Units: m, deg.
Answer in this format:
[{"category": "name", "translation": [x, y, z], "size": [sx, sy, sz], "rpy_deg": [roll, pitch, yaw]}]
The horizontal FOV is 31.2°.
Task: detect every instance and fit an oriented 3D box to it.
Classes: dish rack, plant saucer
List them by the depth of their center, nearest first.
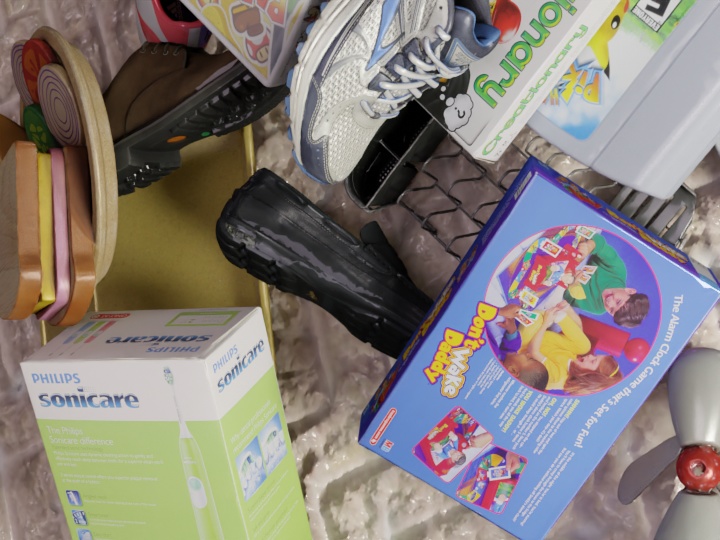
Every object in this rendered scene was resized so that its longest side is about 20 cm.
[{"category": "dish rack", "translation": [0.104, -0.050, 0.820], "size": [0.200, 0.054, 0.154], "rpy_deg": [44, 108, 19]}, {"category": "plant saucer", "translation": [-0.146, -0.006, 0.942], "size": [0.198, 0.048, 0.203], "rpy_deg": [-8, 85, 25]}]

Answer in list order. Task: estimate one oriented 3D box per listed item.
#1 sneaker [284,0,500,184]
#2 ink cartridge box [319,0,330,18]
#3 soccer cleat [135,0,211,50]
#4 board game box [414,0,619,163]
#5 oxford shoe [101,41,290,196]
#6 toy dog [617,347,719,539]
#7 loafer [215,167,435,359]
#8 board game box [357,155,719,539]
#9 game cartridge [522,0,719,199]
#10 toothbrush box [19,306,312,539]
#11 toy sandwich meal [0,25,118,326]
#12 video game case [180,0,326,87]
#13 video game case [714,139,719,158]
[{"category": "sneaker", "translation": [0.027, -0.131, 0.713], "size": [0.085, 0.077, 0.202], "rpy_deg": [34, 107, 23]}, {"category": "ink cartridge box", "translation": [-0.088, -0.265, 0.863], "size": [0.084, 0.146, 0.202], "rpy_deg": [-35, 75, 25]}, {"category": "soccer cleat", "translation": [-0.143, -0.250, 0.920], "size": [0.073, 0.067, 0.203], "rpy_deg": [158, 99, -68]}, {"category": "board game box", "translation": [0.090, -0.180, 0.737], "size": [0.126, 0.034, 0.201], "rpy_deg": [46, 112, 23]}, {"category": "oxford shoe", "translation": [-0.119, -0.126, 0.866], "size": [0.198, 0.072, 0.085], "rpy_deg": [-24, 77, 23]}, {"category": "toy dog", "translation": [0.206, 0.159, 0.764], "size": [0.131, 0.096, 0.202], "rpy_deg": [25, 85, 26]}, {"category": "loafer", "translation": [0.000, 0.000, 0.850], "size": [0.199, 0.068, 0.071], "rpy_deg": [31, 70, 4]}, {"category": "board game box", "translation": [0.105, 0.053, 0.786], "size": [0.134, 0.045, 0.201], "rpy_deg": [31, 107, -6]}, {"category": "game cartridge", "translation": [0.134, -0.142, 0.751], "size": [0.200, 0.040, 0.134], "rpy_deg": [46, 115, 23]}, {"category": "toothbrush box", "translation": [-0.125, 0.134, 0.874], "size": [0.144, 0.086, 0.202], "rpy_deg": [-3, 112, 25]}, {"category": "toy sandwich meal", "translation": [-0.221, -0.061, 0.869], "size": [0.205, 0.069, 0.208], "rpy_deg": [28, 122, 57]}, {"category": "video game case", "translation": [-0.077, -0.238, 0.736], "size": [0.200, 0.023, 0.183], "rpy_deg": [45, 129, 19]}, {"category": "video game case", "translation": [0.291, -0.116, 0.730], "size": [0.199, 0.023, 0.183], "rpy_deg": [-27, 90, 22]}]
